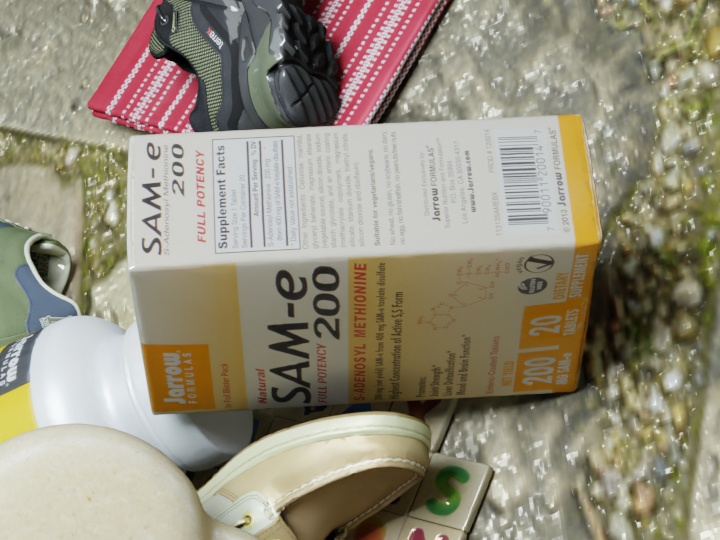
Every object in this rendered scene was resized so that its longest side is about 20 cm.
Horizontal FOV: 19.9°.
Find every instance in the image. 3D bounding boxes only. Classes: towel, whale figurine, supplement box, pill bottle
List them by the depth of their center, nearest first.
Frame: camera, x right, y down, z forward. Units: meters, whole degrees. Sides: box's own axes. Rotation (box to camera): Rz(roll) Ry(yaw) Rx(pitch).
[{"bbox_3d":[-0.110,0.165,0.890,0.159,0.200,0.104,-33,0,-19],"label":"whale figurine"},{"bbox_3d":[0.000,0.000,0.910,0.199,0.126,0.074,-3,56,-2],"label":"supplement box"},{"bbox_3d":[-0.158,0.090,1.026,0.199,0.112,0.112,-25,51,20],"label":"pill bottle"},{"bbox_3d":[-0.052,-0.126,1.148,0.200,0.022,0.145,18,72,38],"label":"towel"}]

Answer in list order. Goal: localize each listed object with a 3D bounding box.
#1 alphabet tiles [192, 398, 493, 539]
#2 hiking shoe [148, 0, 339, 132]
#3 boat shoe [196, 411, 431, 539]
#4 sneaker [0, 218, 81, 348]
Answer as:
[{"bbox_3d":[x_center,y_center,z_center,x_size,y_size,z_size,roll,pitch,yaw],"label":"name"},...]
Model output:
[{"bbox_3d":[-0.029,0.138,0.978,0.166,0.006,0.201,10,69,38],"label":"alphabet tiles"},{"bbox_3d":[-0.078,-0.156,1.109,0.100,0.076,0.201,-22,61,23],"label":"hiking shoe"},{"bbox_3d":[-0.046,0.128,0.949,0.200,0.074,0.067,-31,54,30],"label":"boat shoe"},{"bbox_3d":[-0.207,0.004,1.152,0.090,0.067,0.200,-10,27,-14],"label":"sneaker"}]
